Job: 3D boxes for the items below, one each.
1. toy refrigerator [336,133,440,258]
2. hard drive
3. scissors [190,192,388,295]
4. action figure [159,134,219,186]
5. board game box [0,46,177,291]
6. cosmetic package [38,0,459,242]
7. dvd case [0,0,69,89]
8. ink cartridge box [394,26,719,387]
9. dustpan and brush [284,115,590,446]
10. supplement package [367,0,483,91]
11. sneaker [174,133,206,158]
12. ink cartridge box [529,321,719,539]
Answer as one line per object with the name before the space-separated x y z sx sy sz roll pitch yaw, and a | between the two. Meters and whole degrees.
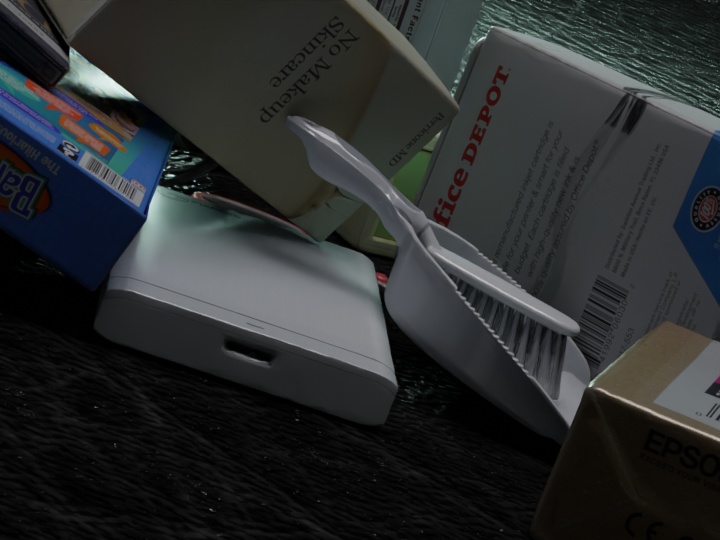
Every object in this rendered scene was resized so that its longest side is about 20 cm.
toy refrigerator | 0.084 -0.035 1.368 0.200 0.076 0.070 13 15 -28
hard drive | -0.053 0.011 1.096 0.132 0.027 0.200 18 13 -8
scissors | 0.000 0.000 1.238 0.200 0.014 0.073 19 12 3
action figure | -0.036 -0.124 1.284 0.102 0.200 0.119 26 14 7
board game box | -0.158 -0.075 1.062 0.152 0.045 0.200 35 14 -8
cosmetic package | -0.054 -0.110 1.126 0.200 0.104 0.073 37 12 -44
dvd case | -0.192 -0.164 1.099 0.149 0.016 0.200 42 11 -18
ink cartridge box | 0.133 -0.021 1.225 0.200 0.147 0.086 31 16 38
dustpan and brush | 0.038 0.000 1.115 0.200 0.057 0.140 32 13 2
supplement package | -0.031 -0.186 1.629 0.200 0.151 0.152 22 13 9
sneaker | -0.078 -0.101 1.449 0.093 0.071 0.200 4 6 37
ink cartridge box | 0.188 0.101 0.984 0.200 0.075 0.165 22 15 13
